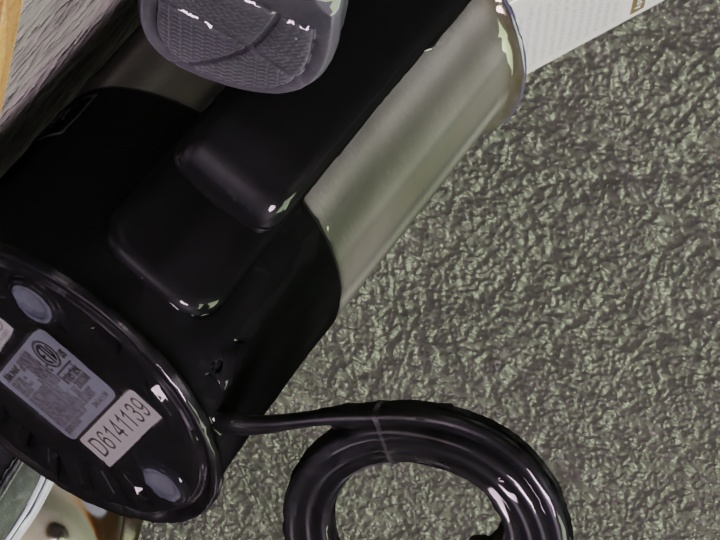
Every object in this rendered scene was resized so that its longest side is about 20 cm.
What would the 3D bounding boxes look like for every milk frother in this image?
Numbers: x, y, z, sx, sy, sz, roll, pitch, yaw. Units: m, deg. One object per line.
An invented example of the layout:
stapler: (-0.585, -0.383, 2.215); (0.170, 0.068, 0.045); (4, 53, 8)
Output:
milk frother: (0.000, 0.000, 0.827); (0.180, 0.200, 0.188); (-14, -148, 53)

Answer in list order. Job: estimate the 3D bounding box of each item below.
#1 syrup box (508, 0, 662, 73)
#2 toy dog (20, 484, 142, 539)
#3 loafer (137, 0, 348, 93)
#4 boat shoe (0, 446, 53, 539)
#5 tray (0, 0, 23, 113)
syrup box: (0.069, -0.137, 1.080); (0.200, 0.079, 0.081); (-28, 161, -12)
toy dog: (-0.180, 0.152, 1.175); (0.200, 0.140, 0.194); (-51, -166, 15)
loafer: (-0.014, -0.109, 0.642); (0.200, 0.072, 0.063); (126, -18, -66)
boat shoe: (-0.185, 0.106, 1.017); (0.200, 0.072, 0.068); (-44, 180, -14)
tray: (-0.110, -0.001, 0.486); (0.099, 0.037, 0.200); (-51, 180, -16)
